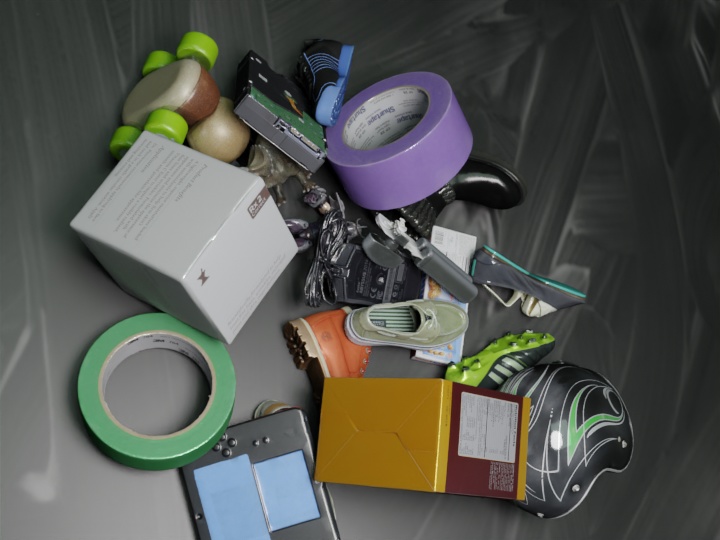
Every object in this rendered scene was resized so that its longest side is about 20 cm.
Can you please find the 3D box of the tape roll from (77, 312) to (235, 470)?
[{"bbox_3d":[-0.261,0.154,1.428,0.199,0.048,0.202,5,61,-9],"label":"tape roll"}]

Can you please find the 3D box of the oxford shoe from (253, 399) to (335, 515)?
[{"bbox_3d":[-0.087,0.266,1.479,0.075,0.058,0.201,-20,84,-24],"label":"oxford shoe"}]

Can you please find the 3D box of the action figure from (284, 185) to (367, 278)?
[{"bbox_3d":[-0.080,-0.049,1.560,0.199,0.069,0.131,-7,73,-23],"label":"action figure"}]

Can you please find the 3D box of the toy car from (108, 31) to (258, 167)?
[{"bbox_3d":[-0.216,-0.194,1.536,0.200,0.157,0.165,37,55,-33],"label":"toy car"}]

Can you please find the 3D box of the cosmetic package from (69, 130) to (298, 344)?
[{"bbox_3d":[-0.219,-0.043,1.410,0.199,0.165,0.165,25,68,28],"label":"cosmetic package"}]

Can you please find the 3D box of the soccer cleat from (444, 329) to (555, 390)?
[{"bbox_3d":[0.203,0.145,1.610,0.199,0.067,0.082,-21,113,-30],"label":"soccer cleat"}]

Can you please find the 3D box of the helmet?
[{"bbox_3d":[0.259,0.231,1.529,0.190,0.200,0.201,-15,80,-39],"label":"helmet"}]

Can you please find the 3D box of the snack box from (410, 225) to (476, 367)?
[{"bbox_3d":[0.123,0.038,1.627,0.071,0.024,0.201,14,72,-16],"label":"snack box"}]

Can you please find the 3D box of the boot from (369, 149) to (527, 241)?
[{"bbox_3d":[0.127,-0.103,1.619,0.210,0.080,0.158,22,55,4],"label":"boot"}]

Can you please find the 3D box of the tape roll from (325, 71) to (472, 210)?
[{"bbox_3d":[0.052,-0.184,1.563,0.200,0.199,0.085,-51,131,-23],"label":"tape roll"}]

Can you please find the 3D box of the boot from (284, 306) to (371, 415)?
[{"bbox_3d":[-0.017,0.146,1.528,0.107,0.075,0.201,-19,82,-28],"label":"boot"}]

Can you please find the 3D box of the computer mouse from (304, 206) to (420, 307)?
[{"bbox_3d":[0.000,0.000,1.557,0.199,0.053,0.139,18,84,-39],"label":"computer mouse"}]

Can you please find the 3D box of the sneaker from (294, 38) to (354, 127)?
[{"bbox_3d":[-0.059,-0.272,1.593,0.077,0.070,0.200,11,35,0],"label":"sneaker"}]

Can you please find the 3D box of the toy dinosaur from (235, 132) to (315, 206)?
[{"bbox_3d":[-0.114,-0.157,1.524,0.103,0.077,0.201,57,27,-28],"label":"toy dinosaur"}]

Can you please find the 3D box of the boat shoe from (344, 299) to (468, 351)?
[{"bbox_3d":[0.075,0.075,1.540,0.199,0.062,0.073,-4,80,-31],"label":"boat shoe"}]

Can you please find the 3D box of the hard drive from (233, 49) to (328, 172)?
[{"bbox_3d":[-0.110,-0.221,1.528,0.139,0.200,0.038,36,109,-21],"label":"hard drive"}]

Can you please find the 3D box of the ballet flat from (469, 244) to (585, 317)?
[{"bbox_3d":[0.243,0.027,1.650,0.199,0.073,0.074,24,69,-24],"label":"ballet flat"}]

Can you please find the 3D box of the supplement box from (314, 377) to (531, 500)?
[{"bbox_3d":[0.082,0.217,1.428,0.199,0.196,0.134,17,74,-47],"label":"supplement box"}]

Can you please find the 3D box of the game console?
[{"bbox_3d":[-0.131,0.295,1.435,0.176,0.031,0.201,-17,81,5],"label":"game console"}]

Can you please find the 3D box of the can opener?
[{"bbox_3d":[0.083,-0.013,1.558,0.200,0.053,0.066,33,111,-31],"label":"can opener"}]
